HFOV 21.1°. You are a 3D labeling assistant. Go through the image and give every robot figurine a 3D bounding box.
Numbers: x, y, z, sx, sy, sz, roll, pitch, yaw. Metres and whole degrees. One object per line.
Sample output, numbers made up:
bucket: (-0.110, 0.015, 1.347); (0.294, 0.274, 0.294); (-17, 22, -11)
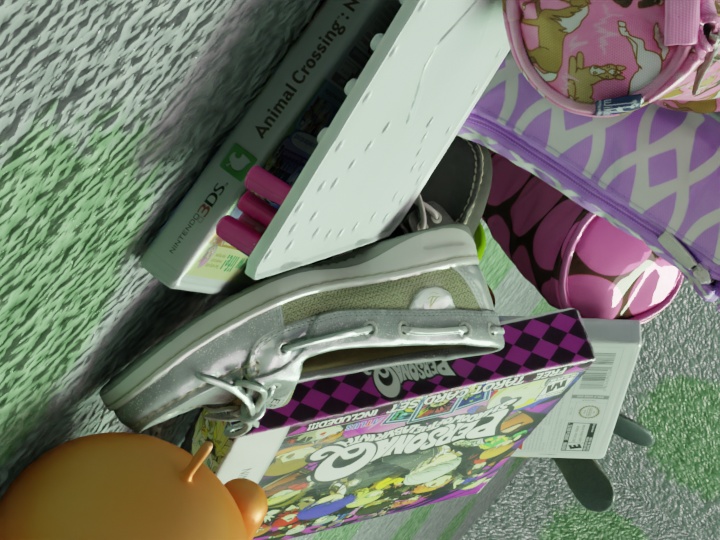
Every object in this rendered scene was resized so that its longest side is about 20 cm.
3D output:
robot figurine: (-0.115, 0.149, 0.850); (0.200, 0.144, 0.117); (115, -23, -49)

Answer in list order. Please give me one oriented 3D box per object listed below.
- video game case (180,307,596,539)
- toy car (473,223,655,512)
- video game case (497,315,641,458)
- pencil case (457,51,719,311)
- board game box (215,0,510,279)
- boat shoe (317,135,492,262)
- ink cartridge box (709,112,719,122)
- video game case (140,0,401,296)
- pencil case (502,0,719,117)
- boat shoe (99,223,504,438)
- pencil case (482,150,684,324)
video game case: (0.000, 0.089, 1.006); (0.200, 0.036, 0.181); (-10, 156, -24)
toy car: (0.079, 0.083, 1.204); (0.158, 0.200, 0.164); (-56, 172, -32)
video game case: (0.047, 0.065, 1.083); (0.143, 0.199, 0.018); (94, -3, -59)
pencil case: (0.123, -0.060, 0.979); (0.086, 0.200, 0.084); (-52, 170, -30)
board game box: (0.029, -0.095, 0.791); (0.200, 0.026, 0.200); (-58, 170, 14)
boat shoe: (0.000, 0.000, 0.995); (0.200, 0.067, 0.057); (-47, 173, -10)
ink cartridge box: (0.205, -0.146, 1.031); (0.144, 0.200, 0.084); (-51, 169, -5)
video game case: (-0.011, -0.066, 0.857); (0.182, 0.022, 0.200); (-54, 170, 4)
pencil case: (0.128, -0.108, 0.853); (0.083, 0.087, 0.200); (-36, 173, 19)
boat shoe: (-0.022, 0.035, 0.880); (0.202, 0.065, 0.074); (-19, 171, -34)
pencil case: (0.121, -0.041, 1.119); (0.200, 0.091, 0.094); (-128, -140, -62)
